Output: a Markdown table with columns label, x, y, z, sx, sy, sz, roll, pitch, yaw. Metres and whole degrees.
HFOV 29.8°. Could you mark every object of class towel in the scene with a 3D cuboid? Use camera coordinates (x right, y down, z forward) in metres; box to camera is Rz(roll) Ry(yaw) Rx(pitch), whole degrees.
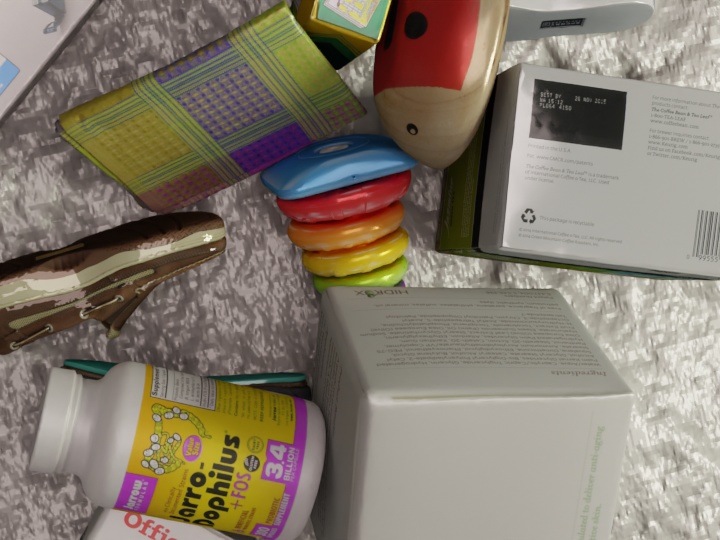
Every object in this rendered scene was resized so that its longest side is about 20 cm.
| label | x | y | z | sx | sy | sz | roll | pitch | yaw |
| --- | --- | --- | --- | --- | --- | --- | --- | --- | --- |
| towel | -0.110 | -0.113 | 0.992 | 0.198 | 0.144 | 0.023 | -24 | 56 | 14 |

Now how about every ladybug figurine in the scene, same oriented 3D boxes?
| label | x | y | z | sx | sy | sz | roll | pitch | yaw |
| --- | --- | --- | --- | --- | --- | --- | --- | --- | --- |
| ladybug figurine | 0.056 | -0.176 | 0.977 | 0.071 | 0.136 | 0.202 | 12 | 80 | -17 |

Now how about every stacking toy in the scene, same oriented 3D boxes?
| label | x | y | z | sx | sy | sz | roll | pitch | yaw |
| --- | --- | --- | --- | --- | --- | --- | --- | --- | --- |
| stacking toy | 0.000 | 0.000 | 1.060 | 0.115 | 0.110 | 0.202 | -16 | 105 | -10 |

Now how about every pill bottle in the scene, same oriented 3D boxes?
| label | x | y | z | sx | sy | sz | roll | pitch | yaw |
| --- | --- | --- | --- | --- | --- | --- | --- | --- | --- |
| pill bottle | -0.131 | 0.126 | 0.966 | 0.198 | 0.104 | 0.105 | 13 | 89 | -13 |

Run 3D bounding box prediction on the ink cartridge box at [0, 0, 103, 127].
| label | x | y | z | sx | sy | sz | roll | pitch | yaw |
| --- | --- | --- | --- | --- | --- | --- | --- | --- | --- |
| ink cartridge box | -0.292 | -0.228 | 1.022 | 0.176 | 0.045 | 0.201 | 39 | 85 | -10 |

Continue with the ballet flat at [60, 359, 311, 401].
| label | x | y | z | sx | sy | sz | roll | pitch | yaw |
| --- | --- | --- | --- | --- | --- | --- | --- | --- | --- |
| ballet flat | -0.136 | 0.109 | 1.048 | 0.198 | 0.073 | 0.074 | 5 | 91 | -12 |

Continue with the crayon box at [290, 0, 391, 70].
| label | x | y | z | sx | sy | sz | roll | pitch | yaw |
| --- | --- | --- | --- | --- | --- | --- | --- | --- | --- |
| crayon box | 0.001 | -0.262 | 1.007 | 0.058 | 0.172 | 0.202 | 16 | 88 | -10 |

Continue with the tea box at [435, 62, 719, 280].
| label | x | y | z | sx | sy | sz | roll | pitch | yaw |
| --- | --- | --- | --- | --- | --- | --- | --- | --- | --- |
| tea box | 0.178 | -0.068 | 1.031 | 0.198 | 0.197 | 0.135 | 7 | 90 | -9 |

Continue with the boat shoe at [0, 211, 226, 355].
| label | x | y | z | sx | sy | sz | roll | pitch | yaw |
| --- | --- | --- | --- | --- | --- | --- | --- | --- | --- |
| boat shoe | -0.195 | 0.013 | 1.039 | 0.200 | 0.075 | 0.076 | -15 | 108 | -3 |

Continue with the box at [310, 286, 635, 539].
| label | x | y | z | sx | sy | sz | roll | pitch | yaw |
| --- | --- | --- | --- | --- | --- | --- | --- | --- | --- |
| box | 0.071 | 0.135 | 0.999 | 0.197 | 0.172 | 0.201 | 0 | 114 | -11 |

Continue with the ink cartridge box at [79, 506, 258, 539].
| label | x | y | z | sx | sy | sz | roll | pitch | yaw |
| --- | --- | --- | --- | --- | --- | --- | --- | --- | --- |
| ink cartridge box | -0.169 | 0.275 | 1.036 | 0.145 | 0.084 | 0.201 | 30 | 87 | -9 |

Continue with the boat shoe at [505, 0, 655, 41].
| label | x | y | z | sx | sy | sz | roll | pitch | yaw |
| --- | --- | --- | --- | --- | --- | --- | --- | --- | --- |
| boat shoe | 0.137 | -0.228 | 1.092 | 0.198 | 0.074 | 0.066 | -2 | 74 | -11 |
